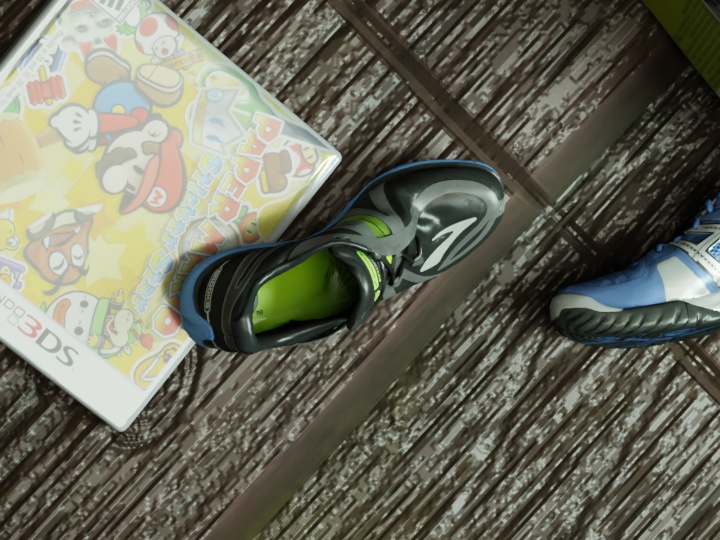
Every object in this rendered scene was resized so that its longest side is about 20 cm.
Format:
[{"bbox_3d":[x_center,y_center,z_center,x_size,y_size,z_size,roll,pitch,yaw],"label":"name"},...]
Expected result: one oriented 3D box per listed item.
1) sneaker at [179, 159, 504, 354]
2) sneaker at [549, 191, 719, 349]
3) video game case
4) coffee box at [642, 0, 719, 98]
[{"bbox_3d":[0.000,0.000,1.284,0.200,0.083,0.071,-24,117,-23],"label":"sneaker"},{"bbox_3d":[0.203,-0.004,1.359,0.200,0.076,0.077,-13,83,-10],"label":"sneaker"},{"bbox_3d":[-0.139,-0.042,1.281,0.182,0.023,0.200,39,86,-17],"label":"video game case"},{"bbox_3d":[0.287,-0.170,1.259,0.200,0.200,0.198,-37,84,-7],"label":"coffee box"}]
